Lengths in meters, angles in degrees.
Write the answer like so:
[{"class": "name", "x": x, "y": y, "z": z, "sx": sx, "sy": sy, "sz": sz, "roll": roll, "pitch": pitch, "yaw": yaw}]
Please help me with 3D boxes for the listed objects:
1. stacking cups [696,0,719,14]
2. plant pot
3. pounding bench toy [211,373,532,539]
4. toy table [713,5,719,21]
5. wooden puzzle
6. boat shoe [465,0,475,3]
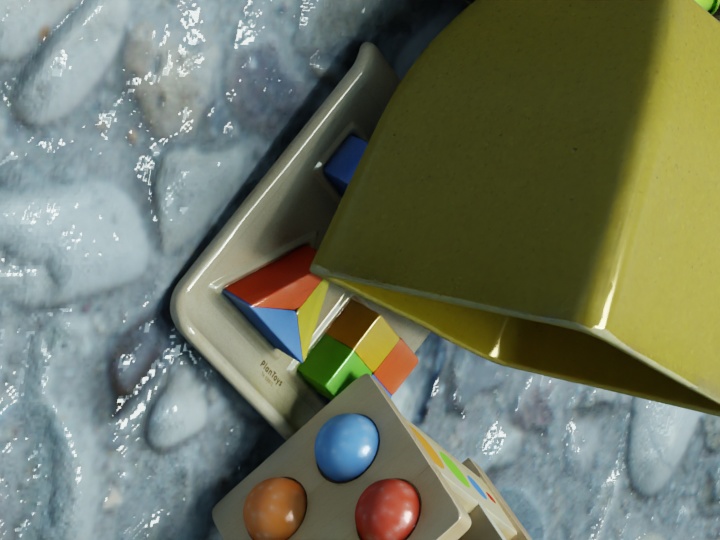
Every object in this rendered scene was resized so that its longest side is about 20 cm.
[{"class": "stacking cups", "x": 0.166, "y": -0.147, "z": 1.359, "sx": 0.200, "sy": 0.060, "sz": 0.061, "roll": -42, "pitch": 133, "yaw": -23}, {"class": "plant pot", "x": 0.127, "y": -0.050, "z": 1.197, "sx": 0.195, "sy": 0.194, "sz": 0.201, "roll": 28, "pitch": 78, "yaw": -49}, {"class": "pounding bench toy", "x": -0.013, "y": 0.187, "z": 1.254, "sx": 0.200, "sy": 0.124, "sz": 0.156, "roll": -42, "pitch": 137, "yaw": 7}, {"class": "toy table", "x": 0.280, "y": -0.130, "z": 1.413, "sx": 0.200, "sy": 0.184, "sz": 0.117, "roll": -35, "pitch": 113, "yaw": -22}, {"class": "wooden puzzle", "x": 0.000, "y": 0.000, "z": 1.251, "sx": 0.200, "sy": 0.046, "sz": 0.185, "roll": -55, "pitch": 137, "yaw": -14}, {"class": "boat shoe", "x": 0.066, "y": -0.187, "z": 1.233, "sx": 0.060, "sy": 0.072, "sz": 0.201, "roll": -22, "pitch": 151, "yaw": 15}]
